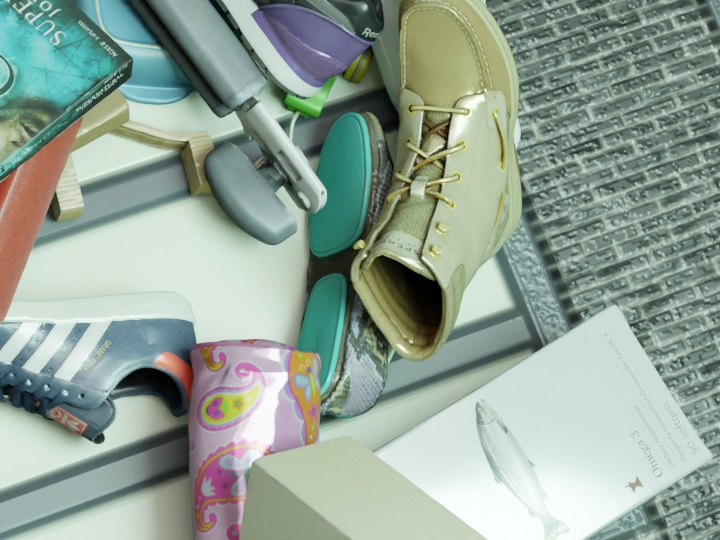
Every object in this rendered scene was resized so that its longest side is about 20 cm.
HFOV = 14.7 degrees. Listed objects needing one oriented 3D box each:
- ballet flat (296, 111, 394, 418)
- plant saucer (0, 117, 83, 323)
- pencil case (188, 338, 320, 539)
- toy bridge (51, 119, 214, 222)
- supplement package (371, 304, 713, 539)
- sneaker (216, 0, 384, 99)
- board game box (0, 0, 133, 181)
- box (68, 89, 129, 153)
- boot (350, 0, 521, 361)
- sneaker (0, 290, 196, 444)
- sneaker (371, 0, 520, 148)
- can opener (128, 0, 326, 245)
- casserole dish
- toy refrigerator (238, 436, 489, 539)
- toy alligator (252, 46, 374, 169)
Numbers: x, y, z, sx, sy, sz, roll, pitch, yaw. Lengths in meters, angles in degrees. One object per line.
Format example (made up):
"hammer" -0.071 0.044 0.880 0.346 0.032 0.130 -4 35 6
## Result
"ballet flat" 0.000 0.000 1.774 0.072 0.072 0.201 11 73 -11
"plant saucer" -0.279 -0.085 1.685 0.200 0.037 0.200 17 63 2
"pencil case" -0.068 0.142 1.689 0.087 0.087 0.200 3 85 -14
"toy bridge" -0.191 -0.065 1.754 0.200 0.027 0.067 -11 77 -17
"supplement package" 0.094 0.127 1.729 0.200 0.117 0.117 -31 85 -19
"sneaker" -0.061 -0.212 1.744 0.088 0.076 0.200 -38 91 23
"board game box" -0.254 -0.148 1.684 0.200 0.028 0.135 42 65 13
"box" -0.268 -0.112 1.734 0.200 0.021 0.164 -31 73 -20
"boot" 0.042 -0.061 1.713 0.073 0.200 0.156 7 37 21
"sneaker" -0.192 0.066 1.694 0.200 0.075 0.085 -6 73 -16
"sneaker" 0.055 -0.146 1.779 0.073 0.085 0.200 -50 118 -31
"can opener" -0.094 -0.108 1.743 0.067 0.053 0.200 -39 94 -19
"casserole dish" -0.131 -0.208 1.802 0.121 0.039 0.200 3 74 -14
"toy refrigerator" 0.022 0.175 1.576 0.076 0.200 0.070 -12 122 -39
"toy alligator" -0.022 -0.143 1.804 0.059 0.054 0.200 25 71 -7
